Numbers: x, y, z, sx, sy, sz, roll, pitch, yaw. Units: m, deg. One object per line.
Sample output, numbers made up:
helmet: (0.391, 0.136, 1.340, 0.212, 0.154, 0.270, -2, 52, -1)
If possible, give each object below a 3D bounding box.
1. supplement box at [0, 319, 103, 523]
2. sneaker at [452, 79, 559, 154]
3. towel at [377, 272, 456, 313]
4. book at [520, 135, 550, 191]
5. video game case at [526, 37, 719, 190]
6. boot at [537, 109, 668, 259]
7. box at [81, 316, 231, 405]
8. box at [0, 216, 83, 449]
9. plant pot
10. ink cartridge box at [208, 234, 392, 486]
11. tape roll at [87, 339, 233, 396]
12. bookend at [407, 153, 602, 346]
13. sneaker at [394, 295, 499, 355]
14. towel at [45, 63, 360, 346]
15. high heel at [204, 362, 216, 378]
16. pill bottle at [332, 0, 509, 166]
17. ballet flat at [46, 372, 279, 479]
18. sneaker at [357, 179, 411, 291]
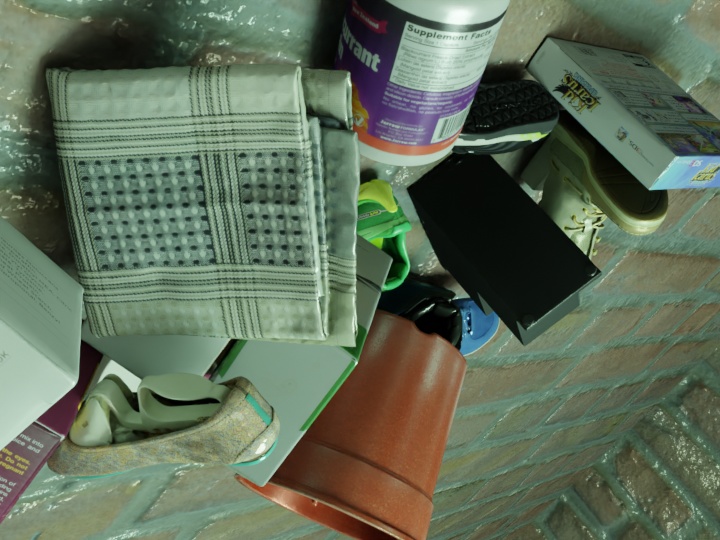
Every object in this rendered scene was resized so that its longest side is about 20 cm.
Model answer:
supplement box: (-0.291, 0.123, 0.665, 0.103, 0.131, 0.200, 34, 113, -16)
sneaker: (0.103, -0.131, 0.846, 0.200, 0.072, 0.083, -4, 155, -36)
towel: (0.015, 0.080, 1.119, 0.200, 0.022, 0.147, -44, 151, 15)
book: (0.295, -0.148, 1.084, 0.200, 0.048, 0.134, -1, 136, -47)
video game case: (0.289, -0.157, 0.912, 0.200, 0.181, 0.045, -7, 139, -45)
boot: (0.243, -0.059, 0.943, 0.072, 0.200, 0.155, -4, 128, -14)
box: (-0.107, -0.019, 0.681, 0.200, 0.097, 0.124, -51, -173, 24)
box: (-0.286, 0.034, 0.469, 0.199, 0.131, 0.200, -41, 117, 4)
plant pot: (0.005, 0.154, 0.896, 0.201, 0.200, 0.196, 68, 42, -62)
ink cartridge box: (-0.054, 0.056, 0.744, 0.147, 0.083, 0.200, -55, -175, 25)
tape roll: (-0.170, 0.075, 0.869, 0.203, 0.037, 0.203, -29, 150, -18)
bookend: (0.161, -0.004, 0.972, 0.092, 0.200, 0.199, -37, 152, -2)
sneaker: (0.104, 0.068, 1.048, 0.200, 0.077, 0.111, -5, 174, -30)
towel: (-0.097, -0.037, 0.584, 0.199, 0.035, 0.193, 1, 111, 7)
high heel: (-0.169, 0.107, 0.813, 0.096, 0.067, 0.200, -38, 159, -1)
pill bottle: (0.045, -0.184, 0.654, 0.111, 0.111, 0.200, -21, 147, -30)
ballet flat: (-0.152, 0.103, 0.638, 0.200, 0.068, 0.067, -10, 124, 21)
sneaker: (0.000, 0.000, 0.908, 0.074, 0.084, 0.200, -22, 150, -29)
